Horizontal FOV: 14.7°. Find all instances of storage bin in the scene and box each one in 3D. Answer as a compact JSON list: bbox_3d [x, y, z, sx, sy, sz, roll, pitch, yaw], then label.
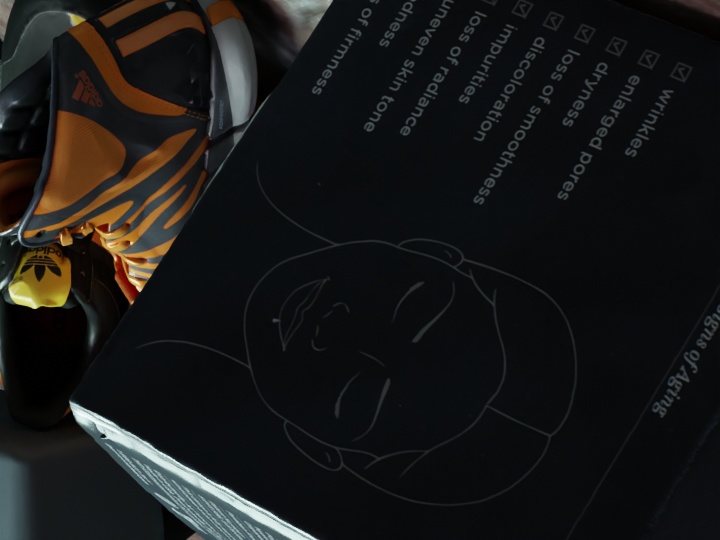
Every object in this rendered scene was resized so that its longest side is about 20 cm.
[{"bbox_3d":[-0.164,0.126,1.258,0.199,0.135,0.145,11,-167,41],"label":"storage bin"}]

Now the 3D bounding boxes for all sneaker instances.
[{"bbox_3d":[-0.103,-0.022,1.124,0.078,0.112,0.201,41,144,43],"label":"sneaker"},{"bbox_3d":[-0.125,-0.027,1.183,0.069,0.090,0.201,7,119,3],"label":"sneaker"}]

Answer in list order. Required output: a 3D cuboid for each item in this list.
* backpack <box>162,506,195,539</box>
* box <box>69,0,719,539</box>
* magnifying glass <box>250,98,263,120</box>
[{"bbox_3d":[-0.113,0.009,1.320,0.200,0.163,0.154,50,-179,-27],"label":"backpack"},{"bbox_3d":[0.053,0.023,0.879,0.196,0.201,0.124,25,166,33],"label":"box"},{"bbox_3d":[0.021,-0.014,1.200,0.200,0.022,0.080,37,163,-3],"label":"magnifying glass"}]
